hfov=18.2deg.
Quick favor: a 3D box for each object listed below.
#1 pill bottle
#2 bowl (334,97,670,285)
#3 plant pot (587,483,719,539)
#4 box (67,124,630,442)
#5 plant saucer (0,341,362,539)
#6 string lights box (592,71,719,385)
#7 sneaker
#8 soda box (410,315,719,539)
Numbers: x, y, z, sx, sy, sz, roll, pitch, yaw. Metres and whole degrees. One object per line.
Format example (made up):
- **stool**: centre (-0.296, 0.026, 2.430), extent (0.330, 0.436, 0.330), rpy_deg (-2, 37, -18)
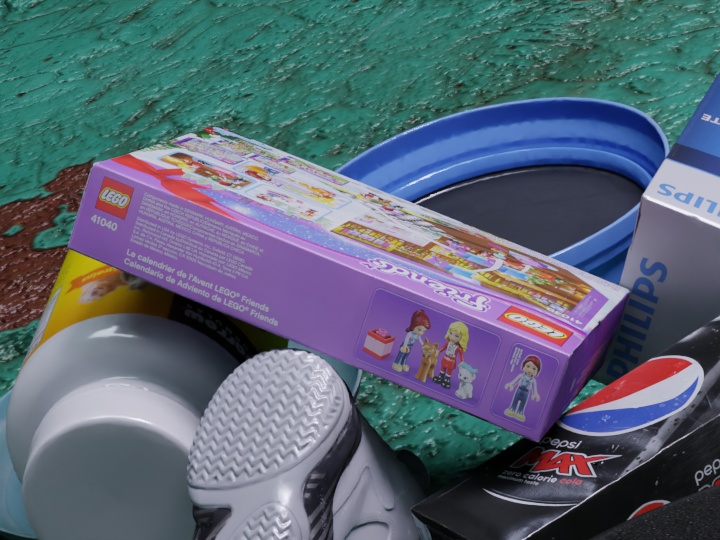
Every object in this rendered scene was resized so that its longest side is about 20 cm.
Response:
- **pill bottle**: centre (-0.088, 0.045, 0.961), extent (0.109, 0.110, 0.200), rpy_deg (-12, 25, 9)
- **bowl**: centre (0.064, -0.026, 1.151), extent (0.200, 0.040, 0.201), rpy_deg (-14, 27, 7)
- **plant pot**: centre (0.150, 0.151, 0.605), extent (0.199, 0.201, 0.177), rpy_deg (-4, 17, 24)
- **box**: centre (0.000, 0.000, 0.903), extent (0.199, 0.039, 0.137), rpy_deg (22, 15, 12)
- **plant saucer**: centre (-0.091, 0.076, 1.061), extent (0.199, 0.028, 0.200), rpy_deg (-14, 26, 7)
- **string lights box**: centre (0.170, -0.033, 1.017), extent (0.059, 0.103, 0.200), rpy_deg (22, 39, 13)
- **sneaker**: centre (-0.029, 0.140, 0.854), extent (0.075, 0.115, 0.201), rpy_deg (5, 68, 39)
- **soda box**: centre (0.122, 0.080, 0.876), extent (0.199, 0.071, 0.063), rpy_deg (-29, 25, -24)
